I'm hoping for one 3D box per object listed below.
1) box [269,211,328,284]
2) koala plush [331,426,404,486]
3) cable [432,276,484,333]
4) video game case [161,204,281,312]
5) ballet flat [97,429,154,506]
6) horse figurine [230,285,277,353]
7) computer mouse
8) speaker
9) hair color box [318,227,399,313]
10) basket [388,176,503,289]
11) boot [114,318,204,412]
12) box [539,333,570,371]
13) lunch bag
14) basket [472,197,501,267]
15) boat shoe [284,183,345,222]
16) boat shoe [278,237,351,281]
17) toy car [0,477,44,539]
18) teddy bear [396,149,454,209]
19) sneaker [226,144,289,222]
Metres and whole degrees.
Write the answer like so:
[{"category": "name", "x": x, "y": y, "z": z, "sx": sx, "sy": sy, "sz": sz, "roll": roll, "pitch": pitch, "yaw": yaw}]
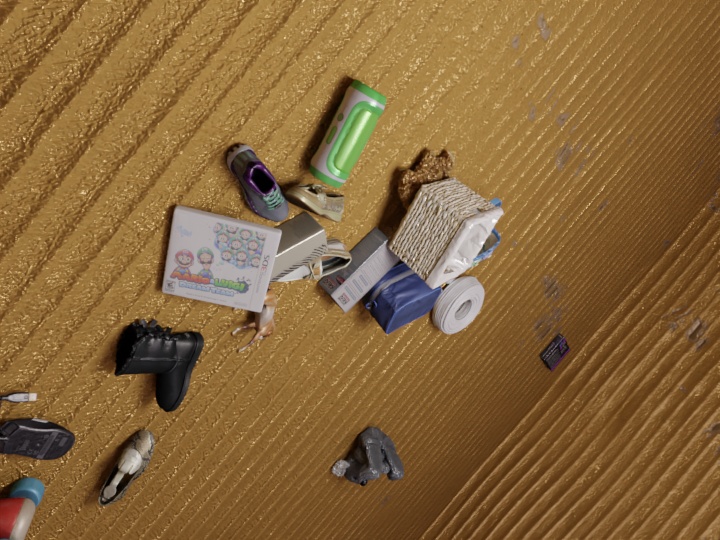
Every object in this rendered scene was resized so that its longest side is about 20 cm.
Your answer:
[{"category": "box", "x": -0.171, "y": -0.039, "z": 1.198, "sx": 0.199, "sy": 0.082, "sz": 0.069, "roll": -30, "pitch": 140, "yaw": -20}, {"category": "koala plush", "x": 0.015, "y": 0.660, "z": 1.956, "sx": 0.176, "sy": 0.185, "sz": 0.200, "roll": 19, "pitch": 130, "yaw": -41}, {"category": "cable", "x": 0.315, "y": 0.109, "z": 1.817, "sx": 0.198, "sy": 0.069, "sz": 0.202, "roll": -16, "pitch": 132, "yaw": -35}, {"category": "video game case", "x": -0.267, "y": -0.017, "z": 1.086, "sx": 0.197, "sy": 0.024, "sz": 0.184, "roll": 13, "pitch": 118, "yaw": -13}, {"category": "ballet flat", "x": -0.527, "y": 0.451, "z": 1.271, "sx": 0.201, "sy": 0.067, "sz": 0.075, "roll": -55, "pitch": 179, "yaw": 13}, {"category": "horse figurine", "x": -0.231, "y": 0.093, "z": 1.272, "sx": 0.132, "sy": 0.050, "sz": 0.202, "roll": -26, "pitch": 133, "yaw": -45}, {"category": "computer mouse", "x": -0.625, "y": 0.283, "z": 1.064, "sx": 0.199, "sy": 0.046, "sz": 0.142, "roll": 22, "pitch": 101, "yaw": -46}, {"category": "speaker", "x": -0.026, "y": -0.271, "z": 1.136, "sx": 0.088, "sy": 0.088, "sz": 0.202, "roll": 12, "pitch": 113, "yaw": -49}, {"category": "hair color box", "x": 0.000, "y": 0.000, "z": 1.417, "sx": 0.200, "sy": 0.061, "sz": 0.099, "roll": -45, "pitch": 142, "yaw": -6}, {"category": "basket", "x": 0.204, "y": -0.094, "z": 1.371, "sx": 0.197, "sy": 0.160, "sz": 0.201, "roll": -23, "pitch": 146, "yaw": -51}, {"category": "boot", "x": -0.422, "y": 0.199, "z": 1.162, "sx": 0.162, "sy": 0.073, "sz": 0.200, "roll": 14, "pitch": 105, "yaw": -52}, {"category": "box", "x": 0.923, "y": 0.389, "z": 2.694, "sx": 0.143, "sy": 0.036, "sz": 0.200, "roll": -48, "pitch": 144, "yaw": -2}, {"category": "lunch bag", "x": 0.098, "y": 0.064, "z": 1.515, "sx": 0.198, "sy": 0.133, "sz": 0.137, "roll": -22, "pitch": 152, "yaw": -31}, {"category": "basket", "x": 0.306, "y": -0.097, "z": 1.569, "sx": 0.175, "sy": 0.139, "sz": 0.201, "roll": -32, "pitch": 150, "yaw": -19}, {"category": "boat shoe", "x": -0.091, "y": -0.151, "z": 1.182, "sx": 0.063, "sy": 0.073, "sz": 0.200, "roll": -67, "pitch": 160, "yaw": 3}, {"category": "boat shoe", "x": -0.110, "y": -0.018, "z": 1.285, "sx": 0.198, "sy": 0.068, "sz": 0.075, "roll": -24, "pitch": 136, "yaw": -29}, {"category": "toy car", "x": -0.737, "y": 0.492, "z": 1.067, "sx": 0.198, "sy": 0.185, "sz": 0.178, "roll": 24, "pitch": 108, "yaw": -21}, {"category": "teddy bear", "x": 0.158, "y": -0.224, "z": 1.387, "sx": 0.200, "sy": 0.067, "sz": 0.146, "roll": -41, "pitch": 152, "yaw": -20}, {"category": "sneaker", "x": -0.183, "y": -0.145, "z": 1.086, "sx": 0.074, "sy": 0.087, "sz": 0.200, "roll": -43, "pitch": 142, "yaw": -7}]
